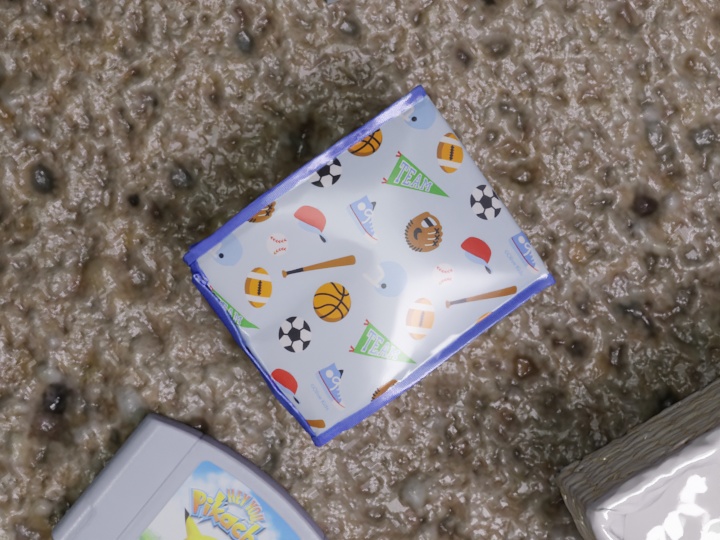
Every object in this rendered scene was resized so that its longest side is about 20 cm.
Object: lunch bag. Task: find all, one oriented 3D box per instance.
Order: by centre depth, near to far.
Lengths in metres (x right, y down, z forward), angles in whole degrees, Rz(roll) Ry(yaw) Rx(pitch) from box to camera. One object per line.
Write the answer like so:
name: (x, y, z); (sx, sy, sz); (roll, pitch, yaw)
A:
lunch bag: (0.000, 0.000, 0.805); (0.200, 0.124, 0.170); (-37, 91, -9)

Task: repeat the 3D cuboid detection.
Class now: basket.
basket: (0.268, 0.189, 0.789); (0.198, 0.161, 0.201); (-30, 89, -2)

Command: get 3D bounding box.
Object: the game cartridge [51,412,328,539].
game cartridge: (-0.109, 0.204, 0.841); (0.200, 0.040, 0.134); (39, 85, -1)

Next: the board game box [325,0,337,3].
board game box: (0.017, -0.315, 0.838); (0.147, 0.064, 0.201); (-16, 91, -1)
